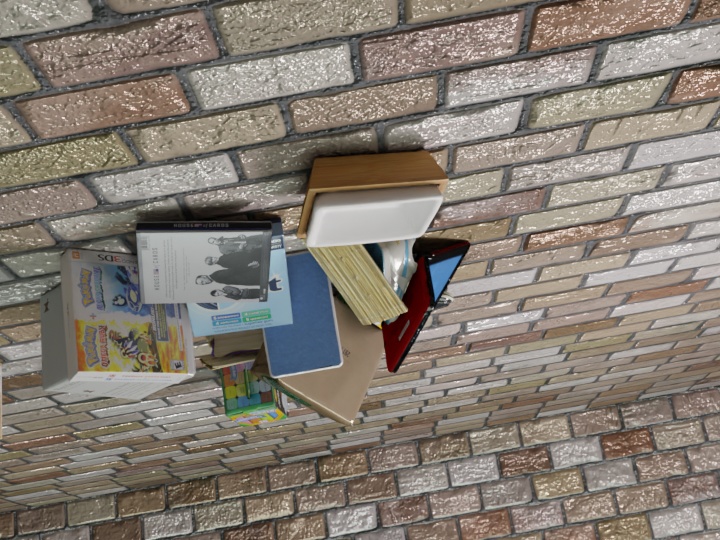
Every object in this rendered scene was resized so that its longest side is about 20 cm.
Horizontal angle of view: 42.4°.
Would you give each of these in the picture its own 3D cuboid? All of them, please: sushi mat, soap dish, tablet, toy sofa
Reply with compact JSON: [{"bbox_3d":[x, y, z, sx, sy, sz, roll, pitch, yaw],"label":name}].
[{"bbox_3d":[-0.203,0.157,1.760,0.197,0.012,0.095,-10,-168,-26],"label":"sushi mat"},{"bbox_3d":[-0.009,0.007,1.505,0.094,0.012,0.201,-18,122,31],"label":"sushi mat"},{"bbox_3d":[0.011,-0.102,1.314,0.196,0.083,0.158,-5,159,-12],"label":"soap dish"},{"bbox_3d":[-0.106,0.073,1.571,0.127,0.204,0.014,-9,-179,0],"label":"tablet"},{"bbox_3d":[-0.195,0.114,1.769,0.196,0.100,0.083,-8,166,-7],"label":"toy sofa"}]

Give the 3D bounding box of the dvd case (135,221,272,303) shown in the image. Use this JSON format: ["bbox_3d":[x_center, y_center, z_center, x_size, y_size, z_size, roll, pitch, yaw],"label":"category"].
[{"bbox_3d":[-0.233,-0.010,1.391,0.196,0.025,0.152,0,134,-10],"label":"dvd case"}]

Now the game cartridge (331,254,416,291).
[{"bbox_3d":[0.000,0.000,1.656,0.197,0.042,0.132,7,158,-39],"label":"game cartridge"}]

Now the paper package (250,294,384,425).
[{"bbox_3d":[-0.069,0.153,1.691,0.199,0.193,0.103,36,160,-34],"label":"paper package"}]

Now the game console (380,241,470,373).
[{"bbox_3d":[0.123,0.066,1.651,0.116,0.174,0.202,9,135,-17],"label":"game console"}]

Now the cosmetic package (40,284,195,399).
[{"bbox_3d":[-0.409,0.110,1.562,0.166,0.169,0.198,-24,155,35],"label":"cosmetic package"}]

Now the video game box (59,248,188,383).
[{"bbox_3d":[-0.365,0.071,1.431,0.180,0.203,0.047,4,153,-36],"label":"video game box"}]

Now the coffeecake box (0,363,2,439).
[{"bbox_3d":[-0.761,0.234,1.747,0.072,0.156,0.200,-12,160,9],"label":"coffeecake box"}]

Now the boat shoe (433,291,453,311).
[{"bbox_3d":[0.100,0.090,1.906,0.197,0.063,0.075,-17,157,15],"label":"boat shoe"}]

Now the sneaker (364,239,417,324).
[{"bbox_3d":[0.057,0.014,1.579,0.080,0.077,0.202,-27,144,-23],"label":"sneaker"}]

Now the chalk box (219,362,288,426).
[{"bbox_3d":[-0.251,0.276,2.152,0.121,0.127,0.200,-12,159,5],"label":"chalk box"}]

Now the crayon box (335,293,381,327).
[{"bbox_3d":[-0.010,0.085,1.842,0.197,0.059,0.118,-20,157,27],"label":"crayon box"}]

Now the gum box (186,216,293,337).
[{"bbox_3d":[-0.197,0.014,1.471,0.166,0.045,0.202,-7,134,-6],"label":"gum box"}]
